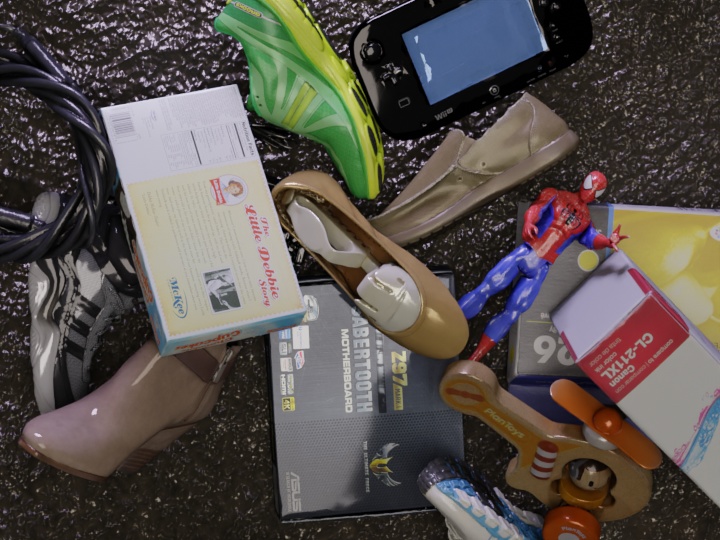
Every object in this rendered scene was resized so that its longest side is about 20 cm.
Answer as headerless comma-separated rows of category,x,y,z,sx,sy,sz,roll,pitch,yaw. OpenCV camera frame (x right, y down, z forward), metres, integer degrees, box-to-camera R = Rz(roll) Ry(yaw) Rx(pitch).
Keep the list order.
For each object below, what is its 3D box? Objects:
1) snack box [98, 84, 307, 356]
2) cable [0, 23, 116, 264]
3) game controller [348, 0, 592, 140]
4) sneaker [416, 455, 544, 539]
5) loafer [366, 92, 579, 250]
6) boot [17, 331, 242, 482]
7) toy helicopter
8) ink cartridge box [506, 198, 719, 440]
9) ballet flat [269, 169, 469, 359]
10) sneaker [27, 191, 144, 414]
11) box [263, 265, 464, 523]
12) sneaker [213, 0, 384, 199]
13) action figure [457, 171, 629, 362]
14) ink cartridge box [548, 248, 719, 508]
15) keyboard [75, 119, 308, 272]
snack box,-0.125,-0.041,1.567,0.116,0.037,0.201,-11,72,-19
cable,-0.276,-0.087,1.567,0.163,0.051,0.200,-43,70,5
game controller,0.090,-0.185,1.624,0.199,0.042,0.105,-26,96,-9
sneaker,0.097,0.224,1.628,0.087,0.075,0.200,-40,131,11
loafer,0.079,-0.077,1.629,0.199,0.076,0.068,-29,85,3
boot,-0.173,0.091,1.571,0.070,0.200,0.146,40,97,18
toy helicopter,0.150,0.132,1.586,0.200,0.079,0.132,36,137,-16
ink cartridge box,0.223,0.046,1.667,0.196,0.047,0.201,3,93,-5
ballet flat,0.000,0.000,1.579,0.200,0.063,0.069,44,113,18
sneaker,-0.206,0.036,1.612,0.113,0.075,0.201,-2,95,-3
box,0.003,0.100,1.647,0.157,0.051,0.201,-3,97,-8
sneaker,-0.046,-0.141,1.619,0.083,0.074,0.201,-31,96,13
action figure,0.136,0.001,1.587,0.065,0.099,0.200,39,85,-9
ink cartridge box,0.253,0.094,1.580,0.083,0.146,0.200,-44,102,7
keyboard,-0.124,-0.078,1.637,0.199,0.021,0.128,17,94,-7
